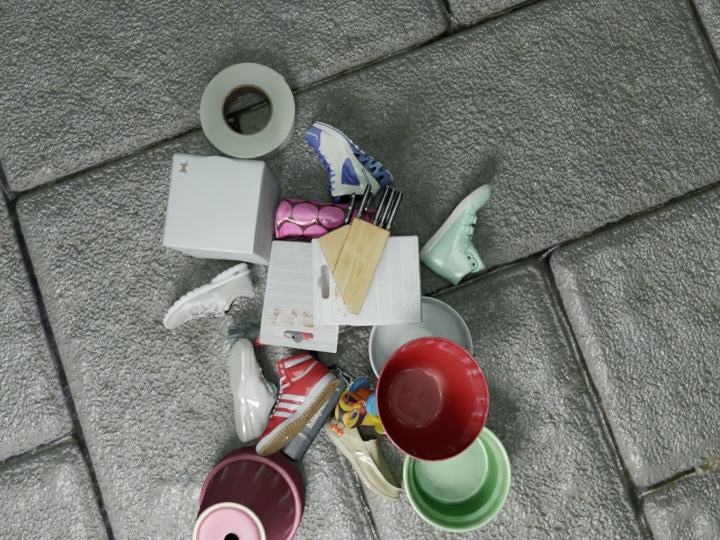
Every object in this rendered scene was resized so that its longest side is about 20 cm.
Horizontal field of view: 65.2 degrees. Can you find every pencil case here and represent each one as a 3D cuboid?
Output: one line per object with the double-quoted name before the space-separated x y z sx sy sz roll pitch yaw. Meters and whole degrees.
"pencil case" -0.068 -0.088 1.116 0.197 0.091 0.095 7 117 0

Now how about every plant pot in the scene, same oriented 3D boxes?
"plant pot" -0.210 0.441 1.010 0.197 0.179 0.203 0 90 4

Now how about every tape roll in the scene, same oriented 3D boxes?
"tape roll" -0.230 -0.326 1.165 0.200 0.037 0.206 0 85 1

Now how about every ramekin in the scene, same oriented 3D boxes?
"ramekin" 0.175 0.373 1.064 0.197 0.098 0.203 0 85 0

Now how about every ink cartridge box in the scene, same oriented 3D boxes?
"ink cartridge box" -0.102 0.047 1.080 0.158 0.047 0.203 5 84 15
"ink cartridge box" 0.013 0.019 1.043 0.197 0.057 0.165 -2 84 3

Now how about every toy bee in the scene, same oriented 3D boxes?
"toy bee" -0.008 0.254 1.046 0.199 0.131 0.109 34 85 -24

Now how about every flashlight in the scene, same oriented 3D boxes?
"flashlight" -0.159 0.135 1.110 0.197 0.068 0.068 -11 41 3

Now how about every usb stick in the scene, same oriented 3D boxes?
"usb stick" -0.090 0.281 1.108 0.055 0.033 0.201 33 85 4

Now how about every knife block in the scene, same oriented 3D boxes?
"knife block" 0.020 -0.043 0.994 0.174 0.064 0.202 -23 85 -3

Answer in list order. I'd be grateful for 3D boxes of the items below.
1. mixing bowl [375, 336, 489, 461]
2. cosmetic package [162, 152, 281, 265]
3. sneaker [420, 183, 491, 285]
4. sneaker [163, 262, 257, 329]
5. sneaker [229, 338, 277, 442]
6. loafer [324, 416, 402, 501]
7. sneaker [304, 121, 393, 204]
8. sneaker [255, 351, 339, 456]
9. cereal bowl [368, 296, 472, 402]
"mixing bowl" 0.110 0.221 0.981 0.198 0.108 0.203 3 78 -12
"cosmetic package" -0.251 -0.108 1.063 0.165 0.200 0.169 6 85 2
"sneaker" 0.219 -0.065 1.115 0.118 0.074 0.201 40 96 11
"sneaker" -0.296 0.067 1.110 0.199 0.075 0.083 -31 92 2
"sneaker" -0.202 0.225 1.092 0.088 0.075 0.203 -8 103 -29
"loafer" 0.015 0.352 1.079 0.068 0.076 0.200 -43 85 3
"sneaker" -0.043 -0.199 1.129 0.199 0.081 0.116 36 84 2
"sneaker" -0.144 0.247 1.075 0.200 0.071 0.112 -45 64 -10
"cereal bowl" 0.113 0.150 1.093 0.197 0.083 0.203 0 85 0
